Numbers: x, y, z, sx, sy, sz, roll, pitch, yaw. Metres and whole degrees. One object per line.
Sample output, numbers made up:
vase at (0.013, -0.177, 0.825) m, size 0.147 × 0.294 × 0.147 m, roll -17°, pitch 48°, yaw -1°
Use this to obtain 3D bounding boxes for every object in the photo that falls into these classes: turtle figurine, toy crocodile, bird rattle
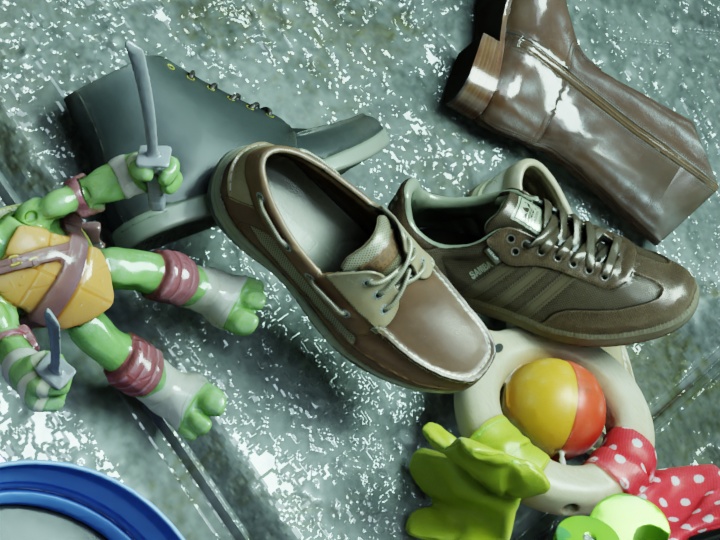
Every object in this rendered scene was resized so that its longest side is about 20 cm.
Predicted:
turtle figurine at (-0.128, 0.013, 1.201) m, size 0.194 × 0.200 × 0.145 m, roll 30°, pitch 45°, yaw -40°
toy crocodile at (0.121, 0.197, 1.204) m, size 0.061 × 0.068 × 0.200 m, roll 17°, pitch 36°, yaw 8°
bird rattle at (0.128, 0.102, 1.343) m, size 0.199 × 0.113 × 0.164 m, roll 3°, pitch 54°, yaw -11°

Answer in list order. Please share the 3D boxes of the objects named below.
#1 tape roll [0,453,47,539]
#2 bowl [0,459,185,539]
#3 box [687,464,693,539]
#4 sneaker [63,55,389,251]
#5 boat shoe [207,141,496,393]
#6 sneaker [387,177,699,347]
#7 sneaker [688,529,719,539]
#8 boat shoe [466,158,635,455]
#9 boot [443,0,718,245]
tape roll at (-0.259, 0.164, 1.128) m, size 0.199 × 0.066 × 0.201 m, roll 12°, pitch 65°, yaw -27°
bowl at (-0.163, 0.196, 1.111) m, size 0.200 × 0.039 × 0.202 m, roll 13°, pitch 64°, yaw -28°
box at (0.176, 0.230, 1.390) m, size 0.200 × 0.039 × 0.137 m, roll -32°, pitch 89°, yaw -37°
sneaker at (-0.076, -0.089, 1.338) m, size 0.199 × 0.075 × 0.107 m, roll -20°, pitch 85°, yaw -35°
boat shoe at (0.000, 0.000, 1.274) m, size 0.200 × 0.072 × 0.076 m, roll 37°, pitch 68°, yaw -13°
sneaker at (0.108, -0.008, 1.359) m, size 0.199 × 0.076 × 0.071 m, roll 8°, pitch 49°, yaw 14°
sneaker at (0.258, 0.227, 1.387) m, size 0.087 × 0.074 × 0.201 m, roll 6°, pitch 75°, yaw -42°
boat shoe at (0.134, 0.025, 1.431) m, size 0.072 × 0.065 × 0.201 m, roll -19°, pitch 81°, yaw -36°
boot at (0.170, -0.136, 1.520) m, size 0.199 × 0.064 × 0.187 m, roll 29°, pitch 71°, yaw -15°
